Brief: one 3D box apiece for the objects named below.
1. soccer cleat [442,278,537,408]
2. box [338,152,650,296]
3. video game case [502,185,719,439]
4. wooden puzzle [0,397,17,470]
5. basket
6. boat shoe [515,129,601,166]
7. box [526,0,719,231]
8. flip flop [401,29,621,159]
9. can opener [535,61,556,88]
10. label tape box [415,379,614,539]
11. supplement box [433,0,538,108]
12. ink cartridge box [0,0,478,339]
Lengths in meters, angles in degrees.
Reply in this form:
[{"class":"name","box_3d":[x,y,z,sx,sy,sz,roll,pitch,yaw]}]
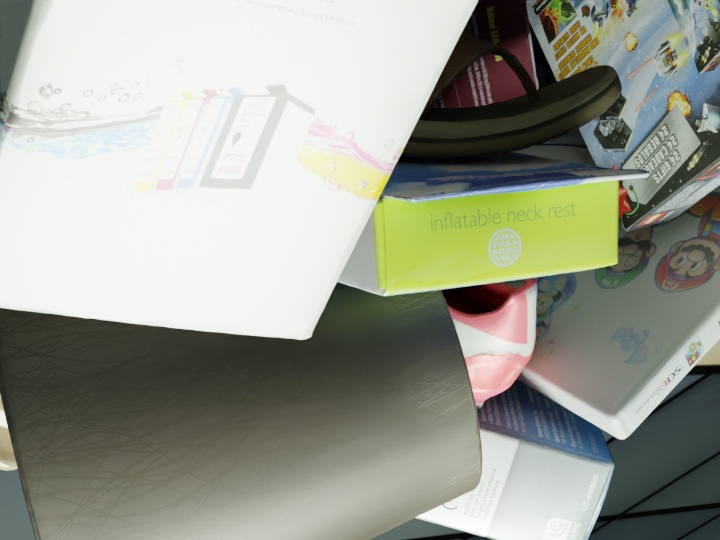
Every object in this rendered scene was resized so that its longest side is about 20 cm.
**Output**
[{"class":"soccer cleat","box_3d":[0.000,0.000,0.869,0.067,0.199,0.077,-46,156,-51]},{"class":"box","box_3d":[0.025,-0.028,0.756,0.121,0.048,0.200,-8,-168,-26]},{"class":"video game case","box_3d":[0.133,-0.014,0.919,0.182,0.199,0.024,-44,129,-14]},{"class":"wooden puzzle","box_3d":[-0.190,-0.014,0.788,0.184,0.046,0.200,26,116,-27]},{"class":"basket","box_3d":[-0.054,0.073,0.769,0.198,0.182,0.136,-13,-175,-9]},{"class":"boat shoe","box_3d":[0.040,-0.036,0.903,0.198,0.067,0.074,-11,117,15]},{"class":"box","box_3d":[0.167,-0.124,0.806,0.040,0.138,0.200,-13,164,-32]},{"class":"flip flop","box_3d":[0.022,-0.082,0.761,0.198,0.058,0.081,-3,-170,-3]},{"class":"can opener","box_3d":[0.135,-0.106,0.935,0.198,0.053,0.067,-22,155,4]},{"class":"label tape box","box_3d":[0.028,0.077,0.917,0.198,0.143,0.067,15,107,-6]},{"class":"supplement box","box_3d":[-0.016,-0.102,0.832,0.198,0.061,0.109,-20,156,1]},{"class":"ink cartridge box","box_3d":[-0.061,-0.099,0.600,0.143,0.148,0.201,8,131,-24]}]
